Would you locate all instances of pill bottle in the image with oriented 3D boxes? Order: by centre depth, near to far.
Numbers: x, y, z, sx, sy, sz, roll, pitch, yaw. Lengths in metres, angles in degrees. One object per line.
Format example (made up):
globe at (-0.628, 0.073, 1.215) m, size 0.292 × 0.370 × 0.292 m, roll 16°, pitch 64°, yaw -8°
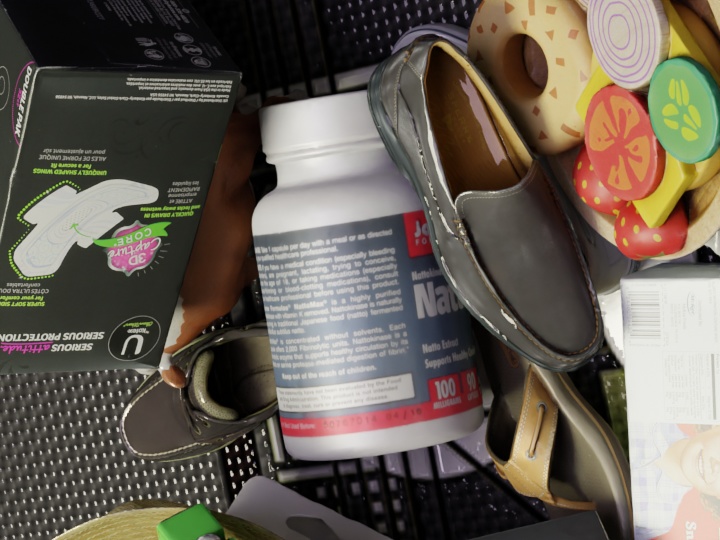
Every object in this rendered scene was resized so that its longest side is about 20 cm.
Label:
pill bottle at (0.000, 0.000, 1.306) m, size 0.119 × 0.119 × 0.202 m, roll -7°, pitch 94°, yaw 32°

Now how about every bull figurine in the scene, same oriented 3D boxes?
bull figurine at (-0.090, -0.024, 1.372) m, size 0.065 × 0.121 × 0.201 m, roll 29°, pitch 129°, yaw 21°

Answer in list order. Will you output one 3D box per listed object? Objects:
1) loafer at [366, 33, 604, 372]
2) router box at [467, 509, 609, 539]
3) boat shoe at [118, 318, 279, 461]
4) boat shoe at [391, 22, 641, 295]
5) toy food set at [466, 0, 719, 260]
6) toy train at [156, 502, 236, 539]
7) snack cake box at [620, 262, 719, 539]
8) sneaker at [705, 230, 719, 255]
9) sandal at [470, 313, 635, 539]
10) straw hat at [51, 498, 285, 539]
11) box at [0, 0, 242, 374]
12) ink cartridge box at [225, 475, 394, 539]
loafer at (0.071, -0.035, 1.227) m, size 0.201 × 0.073 × 0.072 m, roll 56°, pitch 164°, yaw 1°
router box at (0.051, 0.230, 1.281) m, size 0.198 × 0.052 × 0.158 m, roll -13°, pitch 125°, yaw -5°
boat shoe at (-0.085, 0.069, 1.430) m, size 0.199 × 0.065 × 0.074 m, roll -30°, pitch 81°, yaw 31°
boat shoe at (0.082, -0.066, 1.309) m, size 0.200 × 0.065 × 0.074 m, roll 46°, pitch 117°, yaw 17°
toy food set at (0.135, -0.103, 1.190) m, size 0.201 × 0.048 × 0.198 m, roll 61°, pitch 148°, yaw 25°
toy train at (-0.079, 0.210, 1.244) m, size 0.056 × 0.041 × 0.201 m, roll 43°, pitch 149°, yaw 42°
snack cake box at (0.211, 0.098, 1.254) m, size 0.114 × 0.067 × 0.202 m, roll 0°, pitch 97°, yaw 30°
sneaker at (0.202, -0.050, 1.241) m, size 0.200 × 0.090 × 0.067 m, roll 36°, pitch 133°, yaw 49°
sandal at (0.097, 0.087, 1.314) m, size 0.201 × 0.054 × 0.080 m, roll 65°, pitch 149°, yaw 9°
straw hat at (-0.119, 0.177, 1.306) m, size 0.199 × 0.085 × 0.202 m, roll -3°, pitch 127°, yaw -4°
box at (-0.169, -0.063, 1.280) m, size 0.149 × 0.123 × 0.201 m, roll 54°, pitch 135°, yaw 45°
ink cartridge box at (-0.057, 0.242, 1.403) m, size 0.128 × 0.125 × 0.202 m, roll 21°, pitch 108°, yaw 27°
